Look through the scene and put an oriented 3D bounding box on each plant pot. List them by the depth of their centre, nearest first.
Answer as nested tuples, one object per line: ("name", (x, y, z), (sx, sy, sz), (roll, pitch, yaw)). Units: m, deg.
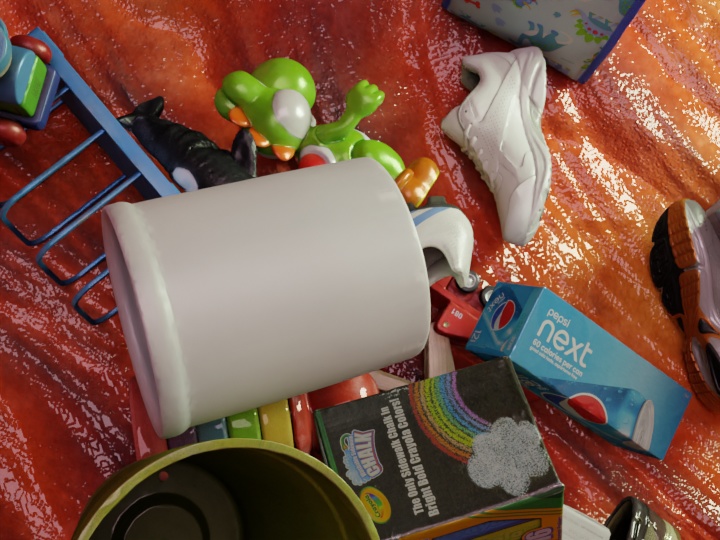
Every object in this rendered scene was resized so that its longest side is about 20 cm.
("plant pot", (-0.112, 0.199, 0.706), (0.200, 0.193, 0.201), (0, 89, -23))

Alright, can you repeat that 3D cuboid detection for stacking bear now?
("stacking bear", (-0.079, 0.124, 0.869), (0.199, 0.121, 0.114), (-9, 109, -9))

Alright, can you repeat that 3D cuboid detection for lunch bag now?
("lunch bag", (0.185, -0.290, 0.981), (0.170, 0.200, 0.128), (27, 74, 0))

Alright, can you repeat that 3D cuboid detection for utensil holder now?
("utensil holder", (-0.071, 0.012, 0.783), (0.199, 0.170, 0.170), (-15, 78, -17))

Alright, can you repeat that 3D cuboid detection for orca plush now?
("orca plush", (-0.112, -0.092, 0.905), (0.200, 0.105, 0.071), (46, 106, 25))

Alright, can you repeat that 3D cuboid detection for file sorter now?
("file sorter", (-0.242, -0.069, 0.902), (0.123, 0.139, 0.200), (-40, 84, -10))

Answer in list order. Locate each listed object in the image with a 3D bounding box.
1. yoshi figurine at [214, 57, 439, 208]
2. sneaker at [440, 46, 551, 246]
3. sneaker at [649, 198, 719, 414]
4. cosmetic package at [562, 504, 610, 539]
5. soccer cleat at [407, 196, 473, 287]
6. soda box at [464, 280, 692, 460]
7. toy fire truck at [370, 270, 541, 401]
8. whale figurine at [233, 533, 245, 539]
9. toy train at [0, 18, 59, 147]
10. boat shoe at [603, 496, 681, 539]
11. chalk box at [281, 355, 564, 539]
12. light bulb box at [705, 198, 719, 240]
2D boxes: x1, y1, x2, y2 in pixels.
("yoshi figurine", (-0.030, -0.124, 0.953), (0.200, 0.112, 0.113), (33, 96, -10))
("sneaker", (0.124, -0.115, 1.002), (0.099, 0.078, 0.201), (1, 67, -1))
("sneaker", (0.338, 0.027, 0.996), (0.092, 0.076, 0.201), (-14, 86, -18))
("cosmetic package", (0.117, 0.284, 0.872), (0.074, 0.102, 0.201), (30, 74, -27))
("soccer cleat", (0.000, 0.000, 0.913), (0.199, 0.070, 0.087), (-17, 54, 17))
("soda box", (0.188, 0.086, 0.913), (0.200, 0.064, 0.068), (33, 78, -27))
("toy fire truck", (0.076, 0.073, 0.954), (0.200, 0.049, 0.141), (34, 75, 1))
("whale figurine", (-0.033, 0.245, 0.867), (0.199, 0.104, 0.160), (3, 75, -9))
("toy train", (-0.334, -0.163, 0.788), (0.199, 0.116, 0.085), (14, 80, 0))
("boat shoe", (0.192, 0.279, 0.904), (0.065, 0.073, 0.200), (45, 64, -8))
("chalk box", (0.038, 0.170, 0.804), (0.199, 0.124, 0.125), (-16, 49, -3))
("light bulb box", (0.436, -0.029, 0.950), (0.125, 0.200, 0.198), (-39, 84, -15))
